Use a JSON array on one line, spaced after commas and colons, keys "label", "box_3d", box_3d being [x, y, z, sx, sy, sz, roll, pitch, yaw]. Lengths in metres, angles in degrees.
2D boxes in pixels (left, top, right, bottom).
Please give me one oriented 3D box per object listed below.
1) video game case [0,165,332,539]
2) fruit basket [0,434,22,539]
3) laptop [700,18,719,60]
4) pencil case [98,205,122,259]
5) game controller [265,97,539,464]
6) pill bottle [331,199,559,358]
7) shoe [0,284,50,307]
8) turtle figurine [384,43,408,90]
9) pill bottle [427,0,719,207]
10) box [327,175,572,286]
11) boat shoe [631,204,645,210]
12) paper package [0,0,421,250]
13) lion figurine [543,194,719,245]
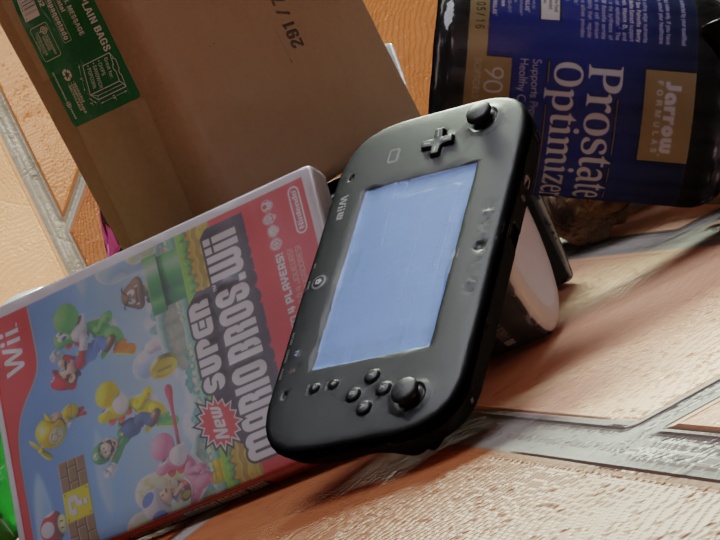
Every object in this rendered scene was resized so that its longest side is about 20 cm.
[{"label": "video game case", "box_3d": [-0.090, 0.050, 1.105, 0.200, 0.143, 0.017, -24, -26, 21]}, {"label": "fruit basket", "box_3d": [-0.262, 0.146, 1.175, 0.200, 0.094, 0.185, -28, 5, 10]}, {"label": "laptop", "box_3d": [0.281, -0.109, 0.998, 0.187, 0.116, 0.200, -22, 6, 30]}, {"label": "pencil case", "box_3d": [-0.061, -0.028, 1.416, 0.200, 0.091, 0.094, 4, -34, -18]}, {"label": "game controller", "box_3d": [0.020, 0.003, 1.023, 0.104, 0.042, 0.200, -6, 46, 26]}, {"label": "pill bottle", "box_3d": [-0.009, 0.020, 1.147, 0.200, 0.106, 0.106, -24, 5, 16]}, {"label": "shoe", "box_3d": [-0.188, 0.049, 1.584, 0.200, 0.072, 0.091, 5, -5, -43]}, {"label": "turtle figurine", "box_3d": [-0.004, -0.062, 1.578, 0.144, 0.200, 0.194, 10, 6, -38]}, {"label": "pill bottle", "box_3d": [0.136, -0.091, 1.193, 0.200, 0.112, 0.112, 4, 7, 1]}, {"label": "box", "box_3d": [0.000, 0.000, 1.308, 0.200, 0.104, 0.148, -26, 5, -8]}, {"label": "boat shoe", "box_3d": [0.232, -0.099, 1.424, 0.200, 0.072, 0.066, -32, 6, 27]}, {"label": "paper package", "box_3d": [-0.086, -0.123, 1.272, 0.103, 0.200, 0.191, -21, 8, 40]}, {"label": "lion figurine", "box_3d": [0.181, -0.070, 1.317, 0.123, 0.072, 0.200, -61, 22, -11]}]
